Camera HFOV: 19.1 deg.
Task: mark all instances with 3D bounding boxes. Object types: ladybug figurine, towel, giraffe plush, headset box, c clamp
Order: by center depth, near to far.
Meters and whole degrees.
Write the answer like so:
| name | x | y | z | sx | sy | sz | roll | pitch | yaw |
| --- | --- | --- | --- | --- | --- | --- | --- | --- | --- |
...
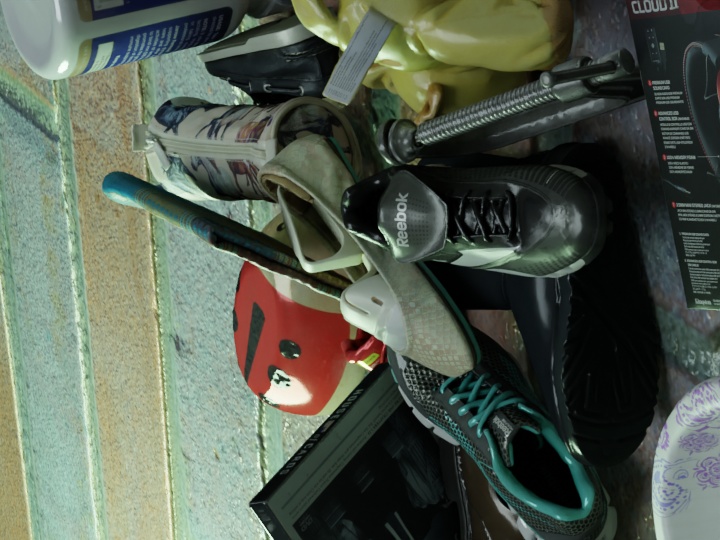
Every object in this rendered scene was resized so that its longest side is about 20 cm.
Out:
| name | x | y | z | sx | sy | sz | roll | pitch | yaw |
| --- | --- | --- | --- | --- | --- | --- | --- | --- | --- |
| headset box | 0.216 | -0.082 | 1.077 | 0.148 | 0.075 | 0.201 | 2 | 107 | 61 |
| c clamp | 0.085 | -0.092 | 1.195 | 0.199 | 0.170 | 0.027 | -19 | 84 | 45 |
| giraffe plush | 0.062 | -0.148 | 1.265 | 0.172 | 0.200 | 0.162 | 43 | 176 | 23 |
| towel | -0.084 | -0.019 | 1.456 | 0.200 | 0.146 | 0.022 | 27 | 94 | 60 |
| ladybug figurine | -0.050 | 0.037 | 1.633 | 0.136 | 0.072 | 0.201 | 50 | 145 | 36 |

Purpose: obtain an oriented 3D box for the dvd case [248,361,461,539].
| name | x | y | z | sx | sy | sz | roll | pitch | yaw |
| --- | --- | --- | --- | --- | --- | --- | --- | --- | --- |
| dvd case | 0.026 | 0.186 | 1.437 | 0.025 | 0.150 | 0.201 | -13 | 116 | 49 |

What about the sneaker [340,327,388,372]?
| name | x | y | z | sx | sy | sz | roll | pitch | yaw |
| --- | --- | --- | --- | --- | --- | --- | --- | --- | --- |
| sneaker | 0.028 | 0.060 | 1.490 | 0.077 | 0.084 | 0.201 | 9 | 113 | 61 |

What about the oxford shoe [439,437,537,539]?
| name | x | y | z | sx | sy | sz | roll | pitch | yaw |
| --- | --- | --- | --- | --- | --- | --- | --- | --- | --- |
| oxford shoe | 0.111 | 0.188 | 1.430 | 0.084 | 0.072 | 0.201 | -14 | 94 | 59 |

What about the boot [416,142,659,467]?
| name | x | y | z | sx | sy | sz | roll | pitch | yaw |
| --- | --- | --- | --- | --- | --- | --- | --- | --- | --- |
| boot | 0.101 | 0.019 | 1.339 | 0.168 | 0.076 | 0.202 | -3 | 96 | 58 |

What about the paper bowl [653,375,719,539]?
| name | x | y | z | sx | sy | sz | roll | pitch | yaw |
| --- | --- | --- | --- | --- | --- | --- | --- | --- | --- |
| paper bowl | 0.249 | 0.137 | 1.098 | 0.201 | 0.104 | 0.202 | 39 | 138 | 46 |

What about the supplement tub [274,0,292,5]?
| name | x | y | z | sx | sy | sz | roll | pitch | yaw |
| --- | --- | --- | --- | --- | --- | --- | --- | --- | --- |
| supplement tub | -0.066 | -0.282 | 1.444 | 0.201 | 0.106 | 0.107 | 66 | 152 | 13 |

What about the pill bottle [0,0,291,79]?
| name | x | y | z | sx | sy | sz | roll | pitch | yaw |
| --- | --- | --- | --- | --- | --- | --- | --- | --- | --- |
| pill bottle | -0.149 | -0.212 | 1.536 | 0.116 | 0.199 | 0.116 | 36 | 134 | 49 |

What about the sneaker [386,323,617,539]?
| name | x | y | z | sx | sy | sz | roll | pitch | yaw |
| --- | --- | --- | --- | --- | --- | --- | --- | --- | --- |
| sneaker | 0.092 | 0.096 | 1.364 | 0.200 | 0.078 | 0.091 | 46 | 172 | 13 |

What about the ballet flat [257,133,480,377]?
| name | x | y | z | sx | sy | sz | roll | pitch | yaw |
| --- | --- | --- | --- | --- | --- | --- | --- | --- | --- |
| ballet flat | 0.000 | 0.000 | 1.361 | 0.200 | 0.062 | 0.068 | 54 | 159 | 26 |

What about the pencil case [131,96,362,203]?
| name | x | y | z | sx | sy | sz | roll | pitch | yaw |
| --- | --- | --- | --- | --- | --- | --- | --- | --- | --- |
| pencil case | -0.080 | -0.083 | 1.504 | 0.200 | 0.089 | 0.078 | 8 | 105 | 57 |

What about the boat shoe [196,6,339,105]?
| name | x | y | z | sx | sy | sz | roll | pitch | yaw |
| --- | --- | --- | --- | --- | --- | --- | --- | --- | --- |
| boat shoe | -0.059 | -0.145 | 1.545 | 0.199 | 0.074 | 0.066 | -2 | 113 | 63 |

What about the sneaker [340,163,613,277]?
| name | x | y | z | sx | sy | sz | roll | pitch | yaw |
| --- | --- | --- | --- | --- | --- | --- | --- | --- | --- |
| sneaker | 0.059 | -0.030 | 1.251 | 0.199 | 0.090 | 0.067 | 7 | 99 | 54 |
